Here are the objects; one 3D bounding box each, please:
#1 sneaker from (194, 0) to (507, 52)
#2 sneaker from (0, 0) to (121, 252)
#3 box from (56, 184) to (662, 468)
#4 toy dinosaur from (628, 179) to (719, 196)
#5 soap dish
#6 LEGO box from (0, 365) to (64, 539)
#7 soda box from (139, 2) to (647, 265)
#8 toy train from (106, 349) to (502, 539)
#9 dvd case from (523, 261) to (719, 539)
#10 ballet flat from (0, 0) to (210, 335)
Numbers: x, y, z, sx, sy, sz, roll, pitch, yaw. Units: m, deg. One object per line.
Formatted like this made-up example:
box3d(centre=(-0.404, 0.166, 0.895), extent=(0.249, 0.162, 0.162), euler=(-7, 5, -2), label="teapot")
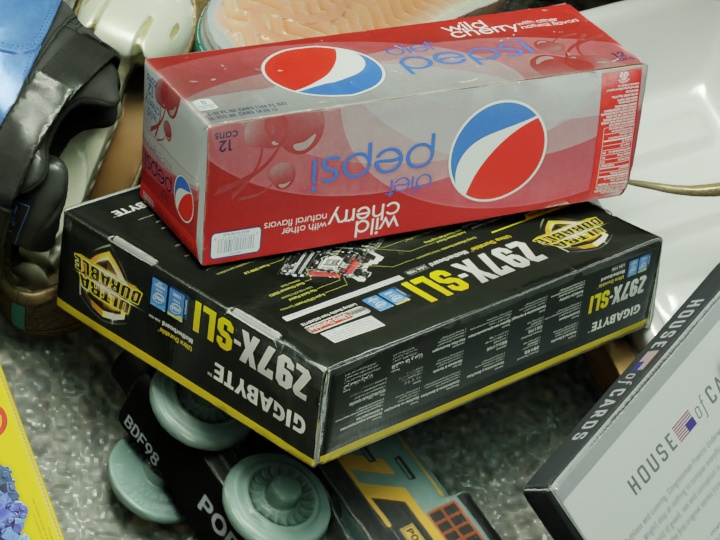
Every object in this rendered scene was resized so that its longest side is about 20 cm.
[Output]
box3d(centre=(-0.008, -0.098, 1.266), extent=(0.071, 0.080, 0.200), euler=(49, 38, 16), label="sneaker")
box3d(centre=(-0.175, -0.033, 1.121), extent=(0.111, 0.077, 0.200), euler=(40, 68, 2), label="sneaker")
box3d(centre=(0.000, 0.000, 1.182), extent=(0.199, 0.050, 0.159), euler=(-20, 39, -41), label="box")
box3d(centre=(0.221, -0.056, 1.232), extent=(0.199, 0.101, 0.058), euler=(-26, 99, -14), label="toy dinosaur")
box3d(centre=(0.147, -0.027, 1.294), extent=(0.157, 0.081, 0.201), euler=(-17, 67, -22), label="soap dish")
box3d(centre=(-0.204, 0.098, 1.133), extent=(0.148, 0.077, 0.201), euler=(-14, 66, -21), label="LEGO box")
box3d(centre=(0.013, -0.058, 1.171), extent=(0.199, 0.064, 0.070), euler=(-9, 30, -24), label="soda box")
box3d(centre=(-0.019, 0.099, 1.184), extent=(0.114, 0.085, 0.200), euler=(-21, 65, -39), label="toy train")
box3d(centre=(0.165, 0.118, 1.191), extent=(0.150, 0.025, 0.200), euler=(-45, 111, -31), label="dvd case")
box3d(centre=(-0.109, -0.069, 1.209), extent=(0.068, 0.072, 0.201), euler=(22, 87, 7), label="ballet flat")
